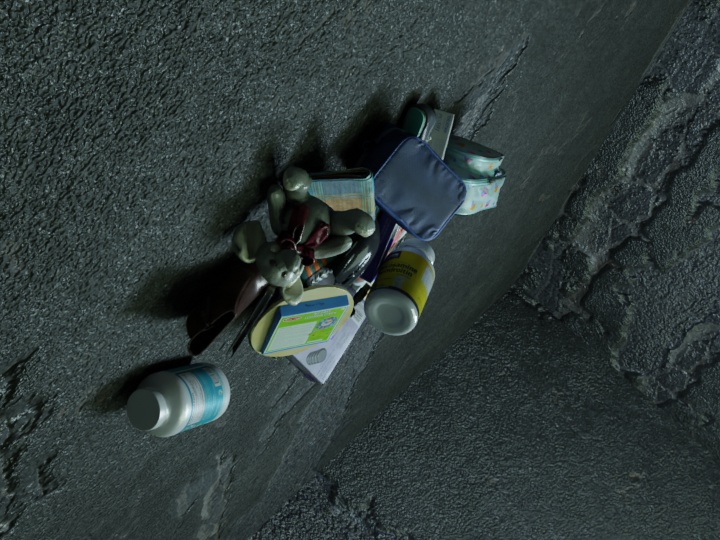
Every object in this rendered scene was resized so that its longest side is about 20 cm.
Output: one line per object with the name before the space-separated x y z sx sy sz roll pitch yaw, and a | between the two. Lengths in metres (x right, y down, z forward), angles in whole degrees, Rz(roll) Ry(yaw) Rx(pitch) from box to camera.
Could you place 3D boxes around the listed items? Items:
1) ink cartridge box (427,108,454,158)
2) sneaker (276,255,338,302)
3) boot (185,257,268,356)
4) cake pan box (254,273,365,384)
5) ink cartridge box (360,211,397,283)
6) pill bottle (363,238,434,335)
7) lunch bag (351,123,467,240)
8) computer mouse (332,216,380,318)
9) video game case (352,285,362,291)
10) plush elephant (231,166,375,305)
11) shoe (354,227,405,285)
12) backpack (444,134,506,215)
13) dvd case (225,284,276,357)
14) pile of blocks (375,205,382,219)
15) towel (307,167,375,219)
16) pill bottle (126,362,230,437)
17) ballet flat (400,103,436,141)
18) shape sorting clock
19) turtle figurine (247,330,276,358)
ink cartridge box | 0.137 -0.206 1.649 0.094 0.044 0.203 6 99 -85
sneaker | -0.081 -0.009 1.548 0.202 0.079 0.071 -59 -178 -12
boot | -0.198 0.047 1.344 0.200 0.072 0.166 -42 -163 2
cake pan box | -0.087 0.087 1.633 0.184 0.052 0.201 47 66 -33
ink cartridge box | 0.048 -0.073 1.711 0.200 0.043 0.201 -22 135 -87
pill bottle | 0.086 0.026 1.678 0.113 0.111 0.201 -63 180 43
lunch bag | 0.077 -0.166 1.514 0.136 0.200 0.132 -47 -153 1
computer mouse | 0.000 0.000 1.558 0.202 0.046 0.140 -59 144 -5
video game case | 0.017 0.044 2.128 0.201 0.023 0.182 -51 165 6
plush elephant | -0.106 -0.043 1.317 0.199 0.164 0.156 -17 -137 59
shoe | 0.037 -0.062 1.853 0.201 0.071 0.091 -51 164 -12
backpack | 0.205 -0.200 1.790 0.199 0.174 0.155 -30 140 -49
dvd case | -0.176 0.057 1.518 0.149 0.016 0.200 -55 -175 23
pile of blocks | 0.003 -0.123 1.643 0.083 0.062 0.200 -58 174 -9
towel | -0.047 -0.117 1.421 0.144 0.022 0.200 -5 160 1
pill bottle | -0.322 0.228 1.476 0.111 0.111 0.199 -52 163 15
ballet flat | 0.088 -0.229 1.598 0.073 0.073 0.201 -27 151 -52
shape sorting clock | -0.104 0.090 1.501 0.197 0.040 0.201 -20 152 -11
turtle figurine | -0.127 0.133 1.727 0.193 0.144 0.201 -27 152 -40
